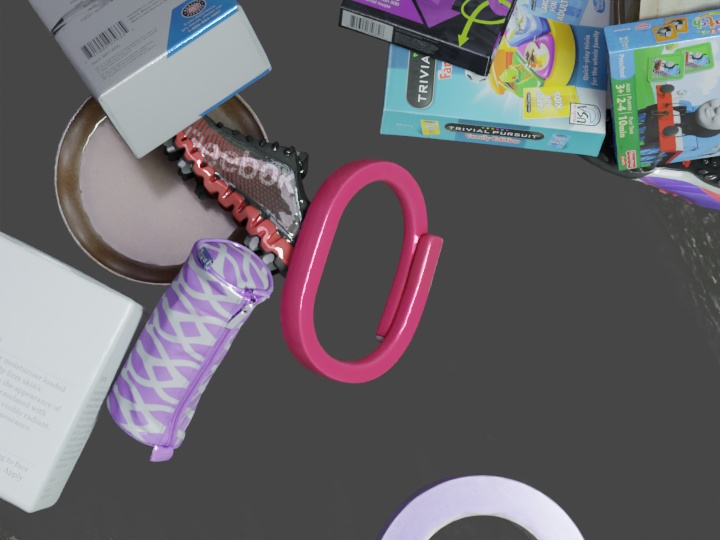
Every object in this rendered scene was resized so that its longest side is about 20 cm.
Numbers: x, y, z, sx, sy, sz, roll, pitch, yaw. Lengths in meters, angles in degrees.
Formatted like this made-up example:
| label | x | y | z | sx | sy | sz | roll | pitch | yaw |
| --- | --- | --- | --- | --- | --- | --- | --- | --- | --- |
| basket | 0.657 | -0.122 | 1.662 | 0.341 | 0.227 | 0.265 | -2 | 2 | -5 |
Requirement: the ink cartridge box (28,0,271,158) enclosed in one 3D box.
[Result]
| label | x | y | z | sx | sy | sz | roll | pitch | yaw |
| --- | --- | --- | --- | --- | --- | --- | --- | --- | --- |
| ink cartridge box | -0.189 | -0.213 | 1.683 | 0.144 | 0.084 | 0.200 | -34 | 46 | -4 |

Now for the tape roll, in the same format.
| label | x | y | z | sx | sy | sz | roll | pitch | yaw |
| --- | --- | --- | --- | --- | --- | --- | --- | --- | --- |
| tape roll | 0.105 | 0.281 | 1.694 | 0.199 | 0.085 | 0.201 | 0 | 84 | -2 |

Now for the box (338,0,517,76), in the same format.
| label | x | y | z | sx | sy | sz | roll | pitch | yaw |
| --- | --- | --- | --- | --- | --- | --- | --- | --- | --- |
| box | 0.080 | -0.283 | 1.731 | 0.142 | 0.036 | 0.201 | 19 | 61 | 6 |

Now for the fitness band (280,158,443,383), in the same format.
| label | x | y | z | sx | sy | sz | roll | pitch | yaw |
| --- | --- | --- | --- | --- | --- | --- | --- | --- | --- |
| fitness band | 0.000 | 0.000 | 1.701 | 0.143 | 0.037 | 0.201 | 21 | 84 | -40 |

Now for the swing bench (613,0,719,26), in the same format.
| label | x | y | z | sx | sy | sz | roll | pitch | yaw |
| --- | --- | --- | --- | --- | --- | --- | --- | --- | --- |
| swing bench | 0.330 | -0.246 | 1.691 | 0.198 | 0.200 | 0.130 | -2 | 85 | -1 |

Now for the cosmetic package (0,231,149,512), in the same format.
| label | x | y | z | sx | sy | sz | roll | pitch | yaw |
| --- | --- | --- | --- | --- | --- | --- | --- | --- | --- |
| cosmetic package | -0.303 | 0.083 | 1.662 | 0.164 | 0.165 | 0.201 | 27 | 85 | 1 |

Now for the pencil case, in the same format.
| label | x | y | z | sx | sy | sz | roll | pitch | yaw |
| --- | --- | --- | --- | --- | --- | --- | --- | --- | --- |
| pencil case | -0.147 | 0.065 | 1.671 | 0.086 | 0.084 | 0.200 | 49 | 121 | 30 |

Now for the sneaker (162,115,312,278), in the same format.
| label | x | y | z | sx | sy | sz | roll | pitch | yaw |
| --- | --- | --- | --- | --- | --- | --- | --- | --- | --- |
| sneaker | -0.102 | -0.091 | 1.701 | 0.098 | 0.071 | 0.201 | -43 | 89 | -5 |

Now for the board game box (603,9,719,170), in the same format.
| label | x | y | z | sx | sy | sz | roll | pitch | yaw |
| --- | --- | --- | --- | --- | --- | --- | --- | --- | --- |
| board game box | 0.314 | -0.161 | 1.648 | 0.199 | 0.152 | 0.037 | -9 | 50 | 5 |

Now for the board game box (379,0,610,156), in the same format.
| label | x | y | z | sx | sy | sz | roll | pitch | yaw |
| --- | --- | --- | --- | --- | --- | --- | --- | --- | --- |
| board game box | 0.123 | -0.190 | 1.735 | 0.199 | 0.047 | 0.152 | 6 | 65 | -1 |

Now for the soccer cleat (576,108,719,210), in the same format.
| label | x | y | z | sx | sy | sz | roll | pitch | yaw |
| --- | --- | --- | --- | --- | --- | --- | --- | --- | --- |
| soccer cleat | 0.284 | -0.093 | 1.747 | 0.199 | 0.073 | 0.068 | 15 | 65 | 18 |

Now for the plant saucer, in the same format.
| label | x | y | z | sx | sy | sz | roll | pitch | yaw |
| --- | --- | --- | --- | --- | --- | --- | --- | --- | --- |
| plant saucer | -0.178 | -0.085 | 1.749 | 0.199 | 0.032 | 0.201 | 0 | 85 | -1 |
